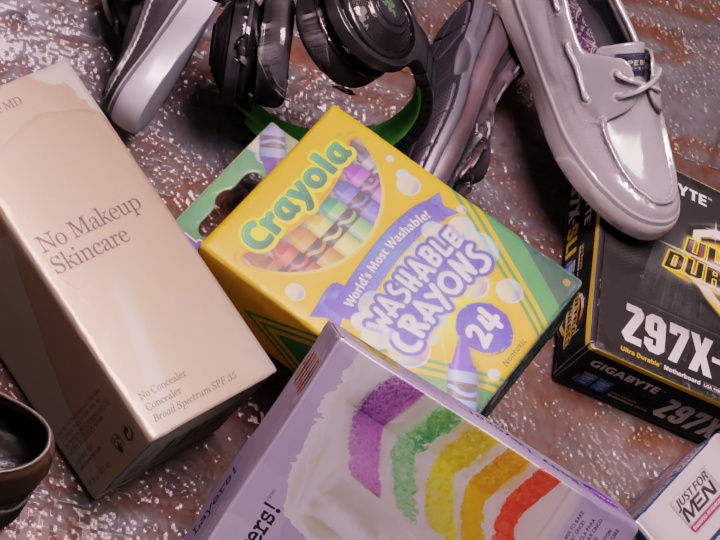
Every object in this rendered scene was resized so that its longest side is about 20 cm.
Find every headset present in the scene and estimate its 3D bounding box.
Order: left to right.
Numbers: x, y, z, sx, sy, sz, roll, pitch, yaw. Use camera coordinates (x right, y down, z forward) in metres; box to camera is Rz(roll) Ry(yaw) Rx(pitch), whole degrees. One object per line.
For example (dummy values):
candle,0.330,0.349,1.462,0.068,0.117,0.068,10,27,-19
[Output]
headset,-0.033,-0.119,1.226,0.200,0.123,0.094,60,26,-44

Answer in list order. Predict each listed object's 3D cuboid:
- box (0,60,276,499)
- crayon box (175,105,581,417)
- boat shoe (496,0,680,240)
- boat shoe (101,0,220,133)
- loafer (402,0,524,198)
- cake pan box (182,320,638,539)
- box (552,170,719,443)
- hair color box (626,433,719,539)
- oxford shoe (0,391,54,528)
box,-0.144,0.003,1.144,0.095,0.078,0.201,-29,81,-40
crayon box,0.000,0.000,1.181,0.199,0.052,0.126,35,56,10
boat shoe,0.149,-0.118,1.355,0.072,0.069,0.201,-4,65,-33
boat shoe,-0.115,-0.159,1.274,0.066,0.070,0.201,28,50,-5
loafer,0.063,-0.085,1.342,0.063,0.072,0.201,34,46,-16
cake pan box,0.008,0.155,1.096,0.184,0.052,0.201,34,94,-10
box,0.217,0.027,1.385,0.199,0.049,0.161,24,53,-19
hair color box,0.229,0.204,1.273,0.200,0.061,0.100,50,48,3
oxford shoe,-0.236,0.059,1.047,0.199,0.084,0.073,15,57,-23
